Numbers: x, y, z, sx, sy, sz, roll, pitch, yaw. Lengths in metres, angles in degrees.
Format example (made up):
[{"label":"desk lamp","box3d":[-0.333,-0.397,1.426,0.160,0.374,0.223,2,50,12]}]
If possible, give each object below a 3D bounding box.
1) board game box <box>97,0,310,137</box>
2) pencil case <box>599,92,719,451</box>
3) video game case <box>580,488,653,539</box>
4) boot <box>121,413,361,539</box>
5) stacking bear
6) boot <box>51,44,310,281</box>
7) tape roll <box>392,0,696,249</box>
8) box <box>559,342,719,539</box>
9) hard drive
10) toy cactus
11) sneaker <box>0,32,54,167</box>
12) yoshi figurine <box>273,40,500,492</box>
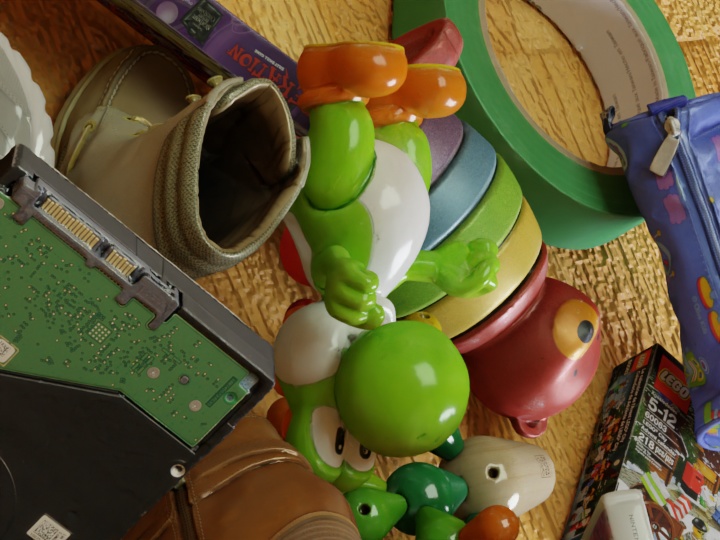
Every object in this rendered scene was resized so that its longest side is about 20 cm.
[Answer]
[{"label":"board game box","box3d":[-0.101,-0.132,1.345,0.200,0.032,0.120,36,0,-21]},{"label":"pencil case","box3d":[0.193,-0.003,1.502,0.087,0.078,0.201,33,40,-71]},{"label":"video game case","box3d":[0.128,0.219,1.298,0.024,0.200,0.183,-9,68,-7]},{"label":"boot","box3d":[-0.089,0.154,1.190,0.074,0.200,0.155,62,-4,-35]},{"label":"stacking bear","box3d":[0.049,-0.007,1.410,0.200,0.114,0.122,50,49,-18]},{"label":"boot","box3d":[-0.084,-0.052,1.273,0.072,0.155,0.200,37,45,-22]},{"label":"tape roll","box3d":[0.107,-0.112,1.578,0.200,0.048,0.201,23,52,-33]},{"label":"box","box3d":[0.204,0.153,1.514,0.200,0.038,0.137,41,44,-18]},{"label":"hard drive","box3d":[-0.149,0.063,1.111,0.140,0.200,0.038,39,18,-19]},{"label":"toy cactus","box3d":[0.045,0.100,1.353,0.165,0.102,0.200,-5,60,-56]},{"label":"sneaker","box3d":[-0.183,-0.028,1.222,0.082,0.075,0.201,10,59,-42]},{"label":"yoshi figurine","box3d":[0.015,0.001,1.251,0.112,0.112,0.201,6,85,-10]}]
